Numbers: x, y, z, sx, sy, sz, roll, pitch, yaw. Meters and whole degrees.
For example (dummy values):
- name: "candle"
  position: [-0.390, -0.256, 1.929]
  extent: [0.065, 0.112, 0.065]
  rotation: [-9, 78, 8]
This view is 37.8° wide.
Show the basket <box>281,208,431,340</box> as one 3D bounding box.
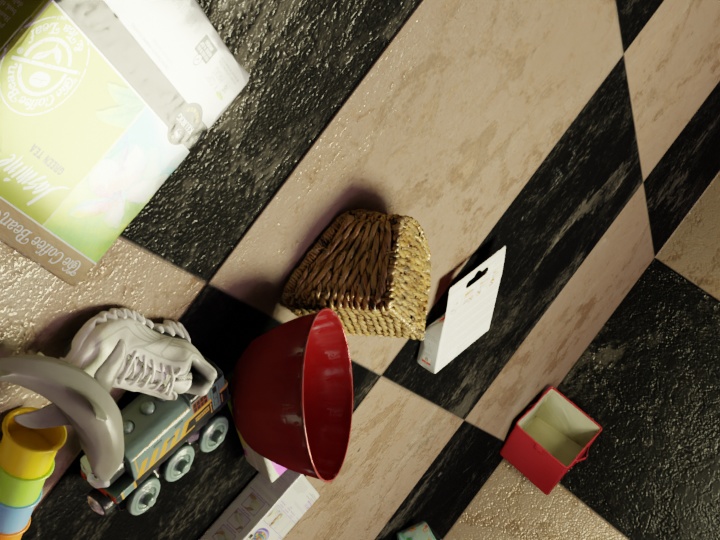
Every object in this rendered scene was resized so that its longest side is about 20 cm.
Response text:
- name: "basket"
  position: [0.000, 0.000, 1.340]
  extent: [0.200, 0.148, 0.144]
  rotation: [42, 53, -67]

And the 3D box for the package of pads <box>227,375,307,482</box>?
- name: "package of pads"
  position: [-0.093, 0.180, 1.411]
  extent: [0.154, 0.068, 0.200]
  rotation: [-43, 156, -22]

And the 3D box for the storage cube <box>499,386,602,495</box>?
- name: "storage cube"
  position: [0.507, 0.459, 2.816]
  extent: [0.171, 0.200, 0.180]
  rotation: [-39, 160, -31]

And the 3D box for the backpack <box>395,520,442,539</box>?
- name: "backpack"
  position: [0.139, 0.700, 2.476]
  extent: [0.152, 0.176, 0.201]
  rotation: [-13, 132, -11]

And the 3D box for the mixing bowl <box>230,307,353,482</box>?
- name: "mixing bowl"
  position: [-0.085, 0.146, 1.236]
  extent: [0.200, 0.108, 0.202]
  rotation: [-2, 90, -74]

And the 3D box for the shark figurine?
- name: "shark figurine"
  position: [-0.264, 0.112, 0.901]
  extent: [0.214, 0.089, 0.129]
  rotation: [29, 90, -43]

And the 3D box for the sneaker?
- name: "sneaker"
  position: [-0.212, 0.089, 1.036]
  extent: [0.075, 0.081, 0.200]
  rotation: [-55, 156, 11]

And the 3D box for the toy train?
- name: "toy train"
  position: [-0.221, 0.175, 1.144]
  extent: [0.200, 0.085, 0.114]
  rotation: [-41, 148, -32]

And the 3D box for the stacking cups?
- name: "stacking cups"
  position: [-0.343, 0.224, 1.016]
  extent: [0.060, 0.060, 0.201]
  rotation: [-16, 141, -55]

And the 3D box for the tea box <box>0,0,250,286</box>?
- name: "tea box"
  position: [-0.204, -0.128, 0.665]
  extent: [0.197, 0.133, 0.200]
  rotation: [-50, 157, -5]

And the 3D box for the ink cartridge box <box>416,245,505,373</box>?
- name: "ink cartridge box"
  position: [0.170, 0.060, 1.793]
  extent: [0.162, 0.050, 0.201]
  rotation: [-35, 143, -36]

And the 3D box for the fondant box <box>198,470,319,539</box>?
- name: "fondant box"
  position: [-0.159, 0.383, 1.593]
  extent: [0.200, 0.058, 0.144]
  rotation: [-48, 157, -14]
